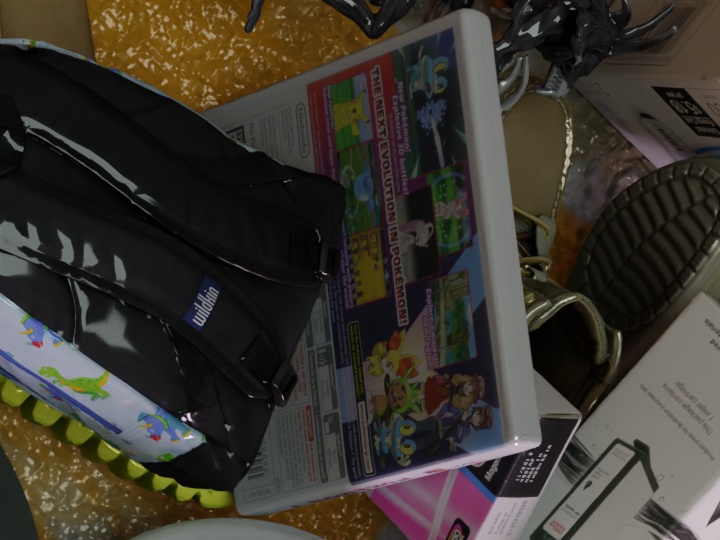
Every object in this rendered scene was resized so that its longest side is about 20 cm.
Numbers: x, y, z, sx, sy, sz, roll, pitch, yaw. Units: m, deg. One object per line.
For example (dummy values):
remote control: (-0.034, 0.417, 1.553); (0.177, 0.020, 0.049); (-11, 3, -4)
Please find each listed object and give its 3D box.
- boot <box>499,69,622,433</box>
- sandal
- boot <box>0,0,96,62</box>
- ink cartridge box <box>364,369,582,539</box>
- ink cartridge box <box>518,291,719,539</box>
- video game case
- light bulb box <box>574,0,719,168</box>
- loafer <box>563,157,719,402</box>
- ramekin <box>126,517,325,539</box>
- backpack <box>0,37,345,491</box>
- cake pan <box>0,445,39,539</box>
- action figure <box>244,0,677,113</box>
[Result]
boot: (0.080, 0.001, 1.351); (0.072, 0.155, 0.201); (21, 88, -21)
sandal: (-0.126, 0.043, 1.322); (0.200, 0.079, 0.087); (37, 77, -20)
boot: (-0.203, -0.145, 1.282); (0.174, 0.066, 0.201); (-3, 95, -21)
ink cartridge box: (0.016, 0.050, 1.301); (0.037, 0.200, 0.095); (4, 120, -42)
ink cartridge box: (0.151, 0.131, 1.309); (0.200, 0.084, 0.146); (-50, 138, 6)
video game case: (0.000, 0.000, 1.280); (0.023, 0.182, 0.201); (7, 72, -45)
light bulb box: (0.239, -0.077, 1.383); (0.200, 0.198, 0.125); (43, 81, -17)
loafer: (0.141, 0.023, 1.393); (0.068, 0.076, 0.200); (8, 132, -38)
ramekin: (-0.065, 0.201, 1.279); (0.201, 0.202, 0.095); (-17, 129, -19)
backpack: (-0.128, -0.014, 1.228); (0.200, 0.153, 0.164); (35, 64, -38)
cake pan: (-0.208, 0.107, 1.232); (0.037, 0.200, 0.201); (-30, 107, 20)
action figure: (0.049, -0.123, 1.350); (0.199, 0.119, 0.102); (17, 122, -2)
